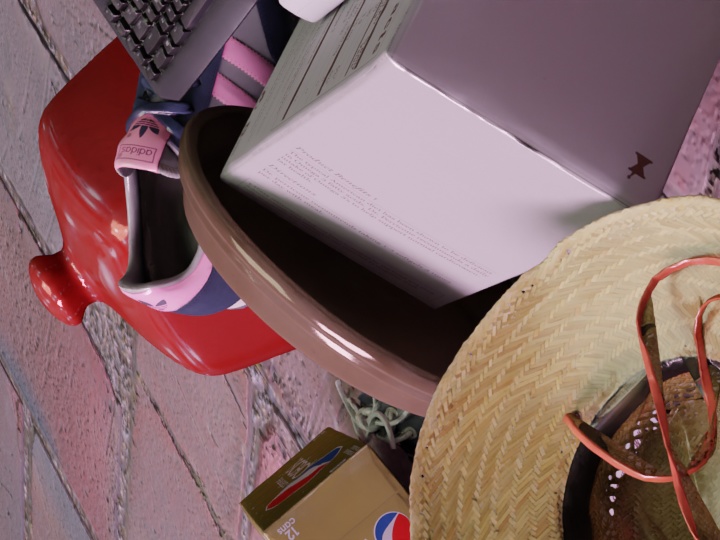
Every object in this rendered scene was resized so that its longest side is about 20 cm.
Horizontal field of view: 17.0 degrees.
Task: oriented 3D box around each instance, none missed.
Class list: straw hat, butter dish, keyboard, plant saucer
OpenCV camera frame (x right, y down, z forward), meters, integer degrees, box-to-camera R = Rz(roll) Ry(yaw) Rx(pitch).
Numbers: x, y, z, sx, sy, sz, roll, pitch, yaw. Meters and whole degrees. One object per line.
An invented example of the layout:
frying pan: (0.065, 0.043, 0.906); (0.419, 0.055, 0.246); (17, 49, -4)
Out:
straw hat: (0.120, 0.080, 0.855); (0.201, 0.085, 0.202); (-10, 73, 37)
butter dish: (-0.109, -0.024, 1.296); (0.200, 0.148, 0.200); (55, 176, 44)
keyboard: (-0.073, -0.169, 1.010); (0.127, 0.021, 0.200); (60, 141, 14)
plant saucer: (0.000, 0.000, 1.069); (0.029, 0.200, 0.200); (-53, 47, 21)

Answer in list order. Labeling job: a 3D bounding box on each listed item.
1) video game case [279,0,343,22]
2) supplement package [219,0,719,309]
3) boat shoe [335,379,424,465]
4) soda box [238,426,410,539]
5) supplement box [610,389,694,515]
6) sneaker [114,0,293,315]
video game case: (0.044, -0.198, 0.913); (0.182, 0.023, 0.200); (-65, 14, -19)
supplement package: (0.045, -0.076, 0.954); (0.117, 0.117, 0.200); (-63, 15, -19)
boat shoe: (0.023, 0.053, 1.199); (0.075, 0.062, 0.200); (-33, 72, 67)
soda box: (-0.013, 0.128, 1.228); (0.064, 0.068, 0.200); (50, 174, -2)
supplement box: (0.167, 0.147, 0.924); (0.200, 0.061, 0.109); (58, 150, 35)
sneaker: (-0.079, -0.077, 1.129); (0.070, 0.082, 0.201); (2, 96, 35)
